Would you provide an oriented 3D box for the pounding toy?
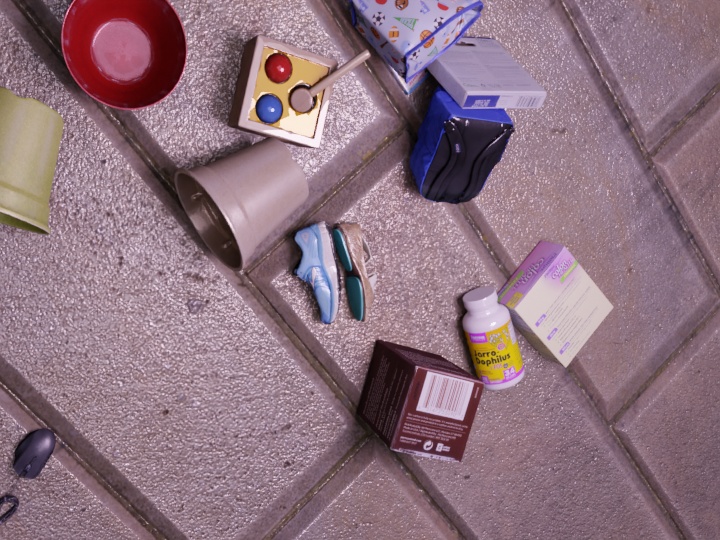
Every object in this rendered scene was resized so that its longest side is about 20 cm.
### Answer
[{"bbox_3d":[-0.112,-0.325,1.360,0.196,0.142,0.189,12,95,-22],"label":"pounding toy"}]

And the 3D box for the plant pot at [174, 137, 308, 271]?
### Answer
[{"bbox_3d":[-0.199,-0.134,1.347,0.182,0.199,0.203,-36,110,-24],"label":"plant pot"}]

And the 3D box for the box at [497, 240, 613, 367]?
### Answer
[{"bbox_3d":[0.421,0.073,1.659,0.200,0.096,0.177,45,82,-22],"label":"box"}]

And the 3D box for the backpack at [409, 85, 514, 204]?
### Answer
[{"bbox_3d":[0.187,-0.242,1.483,0.159,0.170,0.203,5,129,-18],"label":"backpack"}]

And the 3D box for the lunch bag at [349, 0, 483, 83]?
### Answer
[{"bbox_3d":[0.104,-0.476,1.386,0.199,0.124,0.170,-42,80,-6],"label":"lunch bag"}]

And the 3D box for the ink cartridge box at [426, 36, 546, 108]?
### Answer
[{"bbox_3d":[0.231,-0.384,1.470,0.196,0.202,0.041,-6,138,-27],"label":"ink cartridge box"}]

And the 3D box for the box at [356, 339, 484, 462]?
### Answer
[{"bbox_3d":[0.115,0.257,1.514,0.163,0.200,0.168,15,94,-22],"label":"box"}]

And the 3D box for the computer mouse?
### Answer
[{"bbox_3d":[-0.605,0.371,1.341,0.058,0.034,0.203,31,87,-23],"label":"computer mouse"}]

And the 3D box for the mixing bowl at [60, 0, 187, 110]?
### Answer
[{"bbox_3d":[-0.394,-0.370,1.261,0.196,0.108,0.205,-4,100,-21],"label":"mixing bowl"}]

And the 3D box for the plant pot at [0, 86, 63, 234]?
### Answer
[{"bbox_3d":[-0.561,-0.179,1.198,0.197,0.199,0.188,19,81,-23],"label":"plant pot"}]

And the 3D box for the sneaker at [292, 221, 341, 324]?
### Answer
[{"bbox_3d":[-0.086,0.007,1.475,0.088,0.079,0.205,-8,106,5],"label":"sneaker"}]

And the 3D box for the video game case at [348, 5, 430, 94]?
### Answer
[{"bbox_3d":[0.085,-0.471,1.481,0.143,0.018,0.201,-43,111,-11],"label":"video game case"}]

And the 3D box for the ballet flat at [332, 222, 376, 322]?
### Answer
[{"bbox_3d":[0.000,0.000,1.501,0.064,0.070,0.204,-22,109,-28],"label":"ballet flat"}]

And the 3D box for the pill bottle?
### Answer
[{"bbox_3d":[0.277,0.142,1.610,0.103,0.104,0.204,-23,106,-16],"label":"pill bottle"}]
